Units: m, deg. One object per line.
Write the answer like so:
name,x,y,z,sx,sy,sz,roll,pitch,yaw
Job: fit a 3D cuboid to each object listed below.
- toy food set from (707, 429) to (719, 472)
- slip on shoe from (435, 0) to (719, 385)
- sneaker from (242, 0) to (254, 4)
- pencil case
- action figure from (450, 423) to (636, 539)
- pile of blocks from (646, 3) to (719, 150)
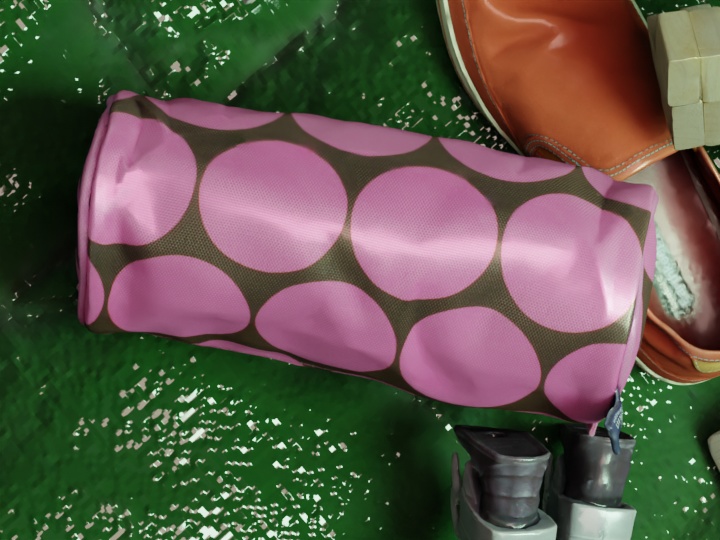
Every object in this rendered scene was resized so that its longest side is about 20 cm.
toy food set,0.248,0.081,1.058,0.199,0.060,0.144,-27,89,-18
slip on shoe,0.091,-0.050,1.000,0.074,0.061,0.201,-29,97,-14
sneaker,-0.004,-0.192,0.968,0.116,0.074,0.200,49,67,-10
pencil case,0.000,0.000,0.942,0.199,0.094,0.091,13,48,-2
action figure,0.062,0.157,0.990,0.129,0.069,0.202,3,93,-25
pile of blocks,0.178,-0.061,1.000,0.199,0.082,0.062,29,38,-37
